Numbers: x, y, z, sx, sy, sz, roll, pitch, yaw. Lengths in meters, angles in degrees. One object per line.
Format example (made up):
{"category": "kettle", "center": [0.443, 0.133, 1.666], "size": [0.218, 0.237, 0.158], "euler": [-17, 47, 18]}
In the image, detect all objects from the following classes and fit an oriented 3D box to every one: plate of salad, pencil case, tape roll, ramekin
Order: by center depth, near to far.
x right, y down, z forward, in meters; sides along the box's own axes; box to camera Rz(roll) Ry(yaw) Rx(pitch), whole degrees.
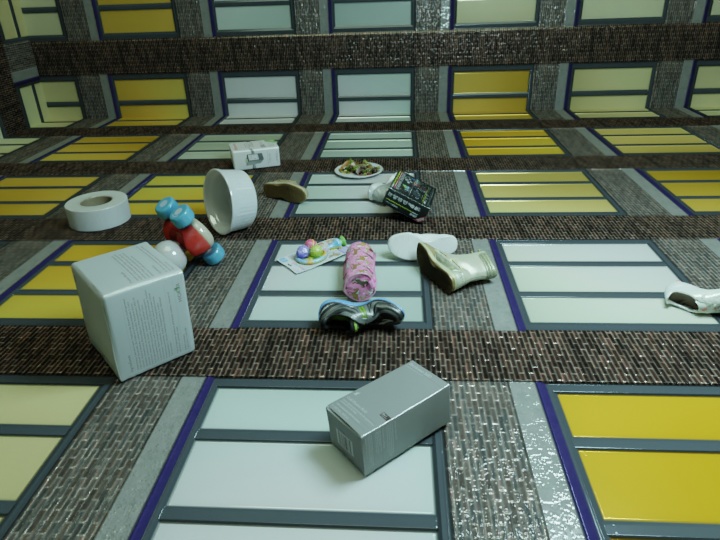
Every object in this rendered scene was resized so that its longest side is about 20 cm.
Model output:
{"category": "pencil case", "center": [0.000, 0.000, 1.458], "size": [0.082, 0.087, 0.201], "euler": [27, 25, -12]}
{"category": "ramekin", "center": [-0.405, -0.220, 1.788], "size": [0.096, 0.205, 0.199], "euler": [-14, 28, -38]}
{"category": "tape roll", "center": [-0.880, -0.202, 1.919], "size": [0.198, 0.072, 0.203], "euler": [-2, 28, 1]}
{"category": "plate of salad", "center": [-0.007, -0.415, 2.293], "size": [0.195, 0.049, 0.201], "euler": [-1, 27, 1]}

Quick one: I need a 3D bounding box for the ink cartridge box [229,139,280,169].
{"category": "ink cartridge box", "center": [-0.453, -0.496, 2.440], "size": [0.196, 0.086, 0.146], "euler": [-9, 28, -14]}

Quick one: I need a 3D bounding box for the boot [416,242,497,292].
{"category": "boot", "center": [0.247, -0.023, 1.493], "size": [0.152, 0.073, 0.200], "euler": [-14, 35, -20]}

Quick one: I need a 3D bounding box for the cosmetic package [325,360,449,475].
{"category": "cosmetic package", "center": [0.051, 0.245, 0.975], "size": [0.198, 0.092, 0.106], "euler": [-25, 32, -32]}

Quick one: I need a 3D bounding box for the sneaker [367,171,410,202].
{"category": "sneaker", "center": [0.122, -0.284, 2.019], "size": [0.198, 0.077, 0.091], "euler": [-30, 46, -31]}

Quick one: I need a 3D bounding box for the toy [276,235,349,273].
{"category": "toy", "center": [-0.127, -0.060, 1.616], "size": [0.197, 0.048, 0.114], "euler": [-20, 31, -32]}

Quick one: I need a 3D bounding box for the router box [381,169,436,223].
{"category": "router box", "center": [0.163, -0.246, 1.880], "size": [0.148, 0.063, 0.201], "euler": [28, 30, 0]}

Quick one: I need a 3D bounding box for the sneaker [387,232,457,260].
{"category": "sneaker", "center": [0.169, -0.074, 1.616], "size": [0.195, 0.077, 0.089], "euler": [1, 14, -7]}

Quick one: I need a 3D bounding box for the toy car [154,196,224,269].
{"category": "toy car", "center": [-0.514, -0.058, 1.561], "size": [0.175, 0.185, 0.201], "euler": [24, 65, 42]}

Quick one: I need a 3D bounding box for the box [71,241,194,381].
{"category": "box", "center": [-0.478, 0.079, 1.206], "size": [0.169, 0.204, 0.197], "euler": [-21, 33, -36]}

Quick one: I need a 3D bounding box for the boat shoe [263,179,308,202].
{"category": "boat shoe", "center": [-0.258, -0.294, 2.048], "size": [0.197, 0.075, 0.069], "euler": [15, 37, 31]}

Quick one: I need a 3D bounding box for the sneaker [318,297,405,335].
{"category": "sneaker", "center": [0.002, 0.109, 1.273], "size": [0.195, 0.072, 0.084], "euler": [0, 41, 6]}

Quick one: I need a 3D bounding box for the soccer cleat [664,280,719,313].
{"category": "soccer cleat", "center": [0.793, 0.071, 1.287], "size": [0.197, 0.071, 0.077], "euler": [10, 33, 36]}
